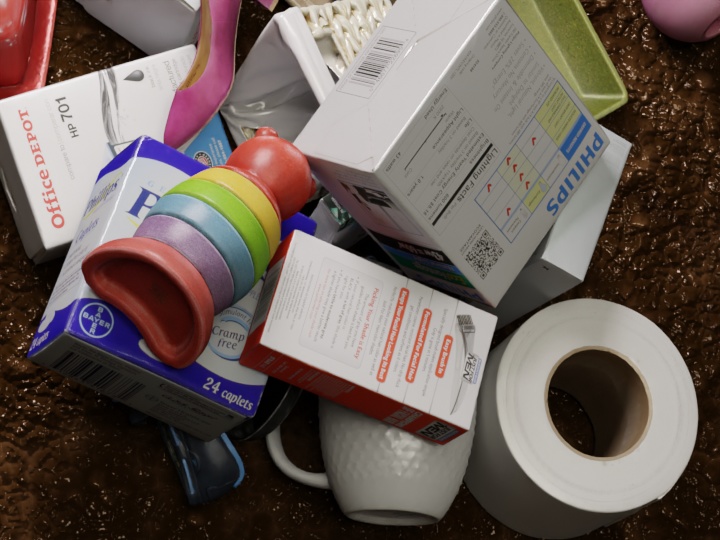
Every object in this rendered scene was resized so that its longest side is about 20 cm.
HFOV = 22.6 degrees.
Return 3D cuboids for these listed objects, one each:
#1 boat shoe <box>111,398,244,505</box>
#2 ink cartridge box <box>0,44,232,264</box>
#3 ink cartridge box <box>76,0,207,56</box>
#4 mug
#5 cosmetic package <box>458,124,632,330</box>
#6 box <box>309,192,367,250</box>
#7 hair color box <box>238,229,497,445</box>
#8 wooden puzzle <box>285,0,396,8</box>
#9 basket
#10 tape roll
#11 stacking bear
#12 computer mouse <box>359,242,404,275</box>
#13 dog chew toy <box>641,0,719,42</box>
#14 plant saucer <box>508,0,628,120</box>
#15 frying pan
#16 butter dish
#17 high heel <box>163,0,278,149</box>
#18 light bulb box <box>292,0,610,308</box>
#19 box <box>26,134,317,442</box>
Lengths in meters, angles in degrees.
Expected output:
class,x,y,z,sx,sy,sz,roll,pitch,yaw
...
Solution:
class,x,y,z,sx,sy,sz,roll,pitch,yaw
boat shoe,-0.181,0.119,1.630,0.068,0.084,0.201,-32,78,-12
ink cartridge box,-0.230,-0.108,1.680,0.199,0.086,0.148,-19,89,-22
ink cartridge box,-0.173,-0.328,1.747,0.144,0.145,0.201,37,67,-1
mug,0.009,0.139,1.654,0.198,0.148,0.177,-2,72,14
cosmetic package,0.171,-0.038,1.716,0.051,0.200,0.152,29,67,-11
box,0.030,-0.080,1.722,0.199,0.144,0.036,-36,84,-23
hair color box,0.008,0.059,1.542,0.199,0.064,0.112,23,65,-13
wooden puzzle,0.031,-0.281,1.853,0.200,0.037,0.185,46,66,-2
basket,-0.032,-0.159,1.707,0.123,0.200,0.136,-21,79,-28
tape roll,0.199,0.141,1.699,0.201,0.139,0.205,5,70,-14
stacking bear,-0.114,-0.036,1.493,0.122,0.114,0.200,46,54,-7
computer mouse,0.000,0.000,1.684,0.199,0.109,0.044,-19,111,-40
dog chew toy,0.328,-0.341,1.914,0.124,0.125,0.201,-28,73,-22
plant saucer,0.148,-0.214,1.836,0.199,0.048,0.201,-30,93,-26
frying pan,-0.089,0.090,1.674,0.031,0.190,0.115,33,107,-22
butter dish,-0.376,-0.269,1.669,0.198,0.148,0.202,9,69,-13
high heel,-0.148,-0.211,1.626,0.096,0.067,0.201,31,91,-25
light bulb box,0.082,-0.111,1.584,0.199,0.124,0.200,-54,128,-13
box,-0.161,0.016,1.571,0.183,0.105,0.201,26,62,-19
